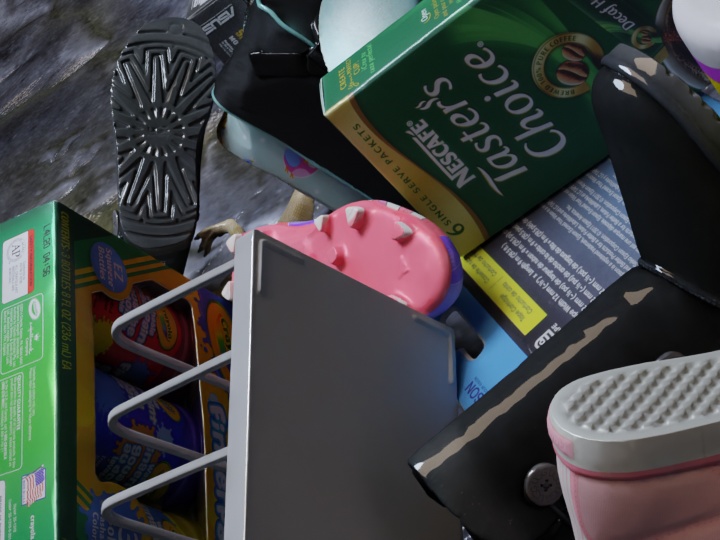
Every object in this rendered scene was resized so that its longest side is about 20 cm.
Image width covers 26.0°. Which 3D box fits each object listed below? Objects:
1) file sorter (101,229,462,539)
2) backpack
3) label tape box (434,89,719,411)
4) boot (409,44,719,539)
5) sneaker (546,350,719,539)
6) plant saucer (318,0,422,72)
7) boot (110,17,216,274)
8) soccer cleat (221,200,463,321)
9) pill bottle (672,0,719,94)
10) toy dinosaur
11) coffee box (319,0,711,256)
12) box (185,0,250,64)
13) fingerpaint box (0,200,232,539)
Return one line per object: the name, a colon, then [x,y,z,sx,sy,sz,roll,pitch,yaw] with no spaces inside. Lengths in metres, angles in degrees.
file sorter: [-0.042,0.113,0.724,0.124,0.139,0.201,-26,52,37]
backpack: [0.008,-0.135,1.014,0.153,0.175,0.200,-58,6,46]
label tape box: [0.125,-0.002,0.805,0.200,0.066,0.143,-45,28,4]
boot: [0.098,0.026,0.687,0.200,0.165,0.066,-42,12,2]
sneaker: [0.178,0.085,0.625,0.200,0.105,0.075,-9,23,0]
plant saucer: [0.075,-0.131,0.910,0.039,0.201,0.201,120,173,-49]
boot: [-0.137,-0.055,1.058,0.200,0.065,0.165,108,168,-70]
soccer cleat: [0.000,0.000,0.853,0.200,0.076,0.067,-3,82,54]
pill bottle: [0.216,-0.059,0.622,0.104,0.200,0.104,-31,30,20]
toy dinosaur: [-0.059,-0.010,1.074,0.101,0.058,0.200,-9,48,23]
coffee box: [0.092,-0.106,0.793,0.200,0.123,0.044,-34,31,18]
box: [-0.059,-0.193,1.198,0.048,0.158,0.200,-33,29,21]
fingerpaint box: [-0.129,0.090,0.817,0.073,0.167,0.201,-21,57,25]
